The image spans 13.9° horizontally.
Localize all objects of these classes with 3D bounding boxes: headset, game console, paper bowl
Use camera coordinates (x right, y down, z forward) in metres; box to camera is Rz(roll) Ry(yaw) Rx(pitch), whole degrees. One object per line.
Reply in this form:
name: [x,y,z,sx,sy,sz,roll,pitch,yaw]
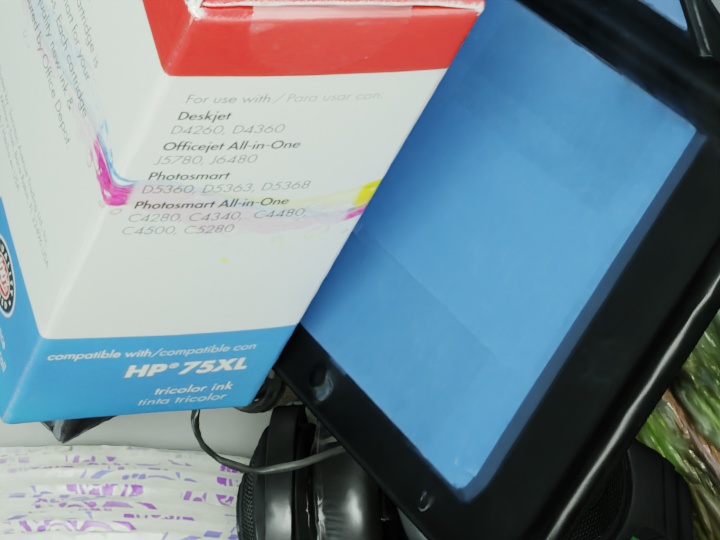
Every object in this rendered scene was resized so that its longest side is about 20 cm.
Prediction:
headset: [0.017,0.052,0.855,0.200,0.123,0.094,34,-131,-52]
game console: [0.010,-0.061,0.650,0.200,0.116,0.176,43,159,57]
paper bowl: [-0.082,0.097,0.990,0.201,0.200,0.105,90,180,-69]

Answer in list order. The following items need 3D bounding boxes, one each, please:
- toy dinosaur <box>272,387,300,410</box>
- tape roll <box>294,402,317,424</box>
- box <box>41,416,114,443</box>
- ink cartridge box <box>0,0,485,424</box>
toy dinosaur: [0.000,0.000,0.887,0.077,0.102,0.200,60,170,2]
tape roll: [-0.081,0.068,1.177,0.202,0.202,0.071,44,160,56]
box: [-0.115,-0.087,0.850,0.200,0.050,0.199,41,131,27]
ink cartridge box: [-0.036,-0.066,0.649,0.200,0.067,0.117,122,138,-51]
